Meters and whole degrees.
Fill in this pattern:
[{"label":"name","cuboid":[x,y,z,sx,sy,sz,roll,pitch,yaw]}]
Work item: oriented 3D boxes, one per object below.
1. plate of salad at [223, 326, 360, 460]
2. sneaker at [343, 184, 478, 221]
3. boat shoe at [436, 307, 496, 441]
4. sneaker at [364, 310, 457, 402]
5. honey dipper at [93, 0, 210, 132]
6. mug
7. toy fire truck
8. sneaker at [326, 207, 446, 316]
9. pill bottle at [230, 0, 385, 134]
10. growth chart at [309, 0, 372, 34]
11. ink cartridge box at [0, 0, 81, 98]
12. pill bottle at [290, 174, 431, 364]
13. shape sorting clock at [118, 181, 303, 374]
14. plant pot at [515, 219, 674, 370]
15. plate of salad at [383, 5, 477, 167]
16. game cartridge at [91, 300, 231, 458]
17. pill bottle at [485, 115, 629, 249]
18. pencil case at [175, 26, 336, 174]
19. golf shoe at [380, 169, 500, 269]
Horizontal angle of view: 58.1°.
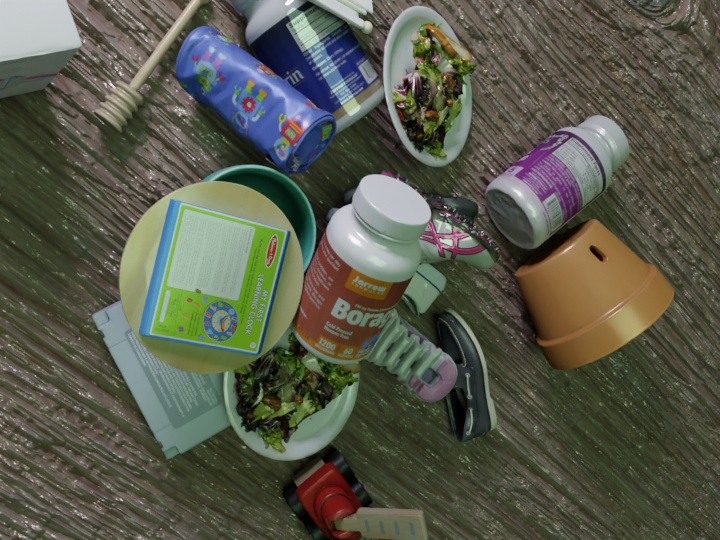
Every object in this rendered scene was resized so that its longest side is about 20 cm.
[{"label":"plate of salad","cuboid":[-0.078,0.138,0.821,0.197,0.048,0.205,1,89,-35]},{"label":"sneaker","cuboid":[0.069,-0.069,0.864,0.196,0.075,0.081,8,96,-21]},{"label":"boat shoe","cuboid":[0.139,0.153,0.920,0.062,0.072,0.203,-25,109,-19]},{"label":"sneaker","cuboid":[0.040,0.091,0.871,0.200,0.089,0.081,42,94,-6]},{"label":"honey dipper","cuboid":[-0.232,-0.250,0.748,0.038,0.038,0.202,37,81,-20]},{"label":"mug","cuboid":[-0.150,-0.036,0.763,0.184,0.114,0.153,-36,108,-12]},{"label":"toy fire truck","cuboid":[0.010,0.334,0.822,0.128,0.200,0.178,-35,107,-13]},{"label":"sneaker","cuboid":[0.030,-0.007,0.857,0.198,0.073,0.072,34,81,-21]},{"label":"pill bottle","cuboid":[-0.065,-0.265,0.768,0.115,0.115,0.202,-37,107,-13]},{"label":"growth chart","cuboid":[-0.039,-0.363,0.744,0.143,0.018,0.203,22,52,-34]},{"label":"ink cartridge box","cuboid":[-0.372,-0.241,0.620,0.124,0.198,0.131,-25,105,-34]},{"label":"pill bottle","cuboid":[0.000,0.000,0.729,0.110,0.113,0.202,12,127,-21]},{"label":"shape sorting clock","cuboid":[-0.152,0.009,0.684,0.196,0.039,0.205,-4,99,-24]},{"label":"plant pot","cuboid":[0.314,0.024,0.919,0.199,0.200,0.141,-36,90,-13]},{"label":"plate of salad","cuboid":[0.099,-0.237,0.835,0.198,0.047,0.205,0,90,-49]},{"label":"game cartridge","cuboid":[-0.222,0.113,0.796,0.132,0.040,0.203,-25,105,-13]},{"label":"pill bottle","cuboid":[0.281,-0.131,0.918,0.199,0.112,0.113,-37,108,-13]},{"label":"pencil case","cuboid":[-0.120,-0.187,0.730,0.199,0.078,0.088,39,113,13]},{"label":"golf shoe","cuboid":[0.086,-0.044,0.814,0.198,0.073,0.093,27,105,-23]}]
